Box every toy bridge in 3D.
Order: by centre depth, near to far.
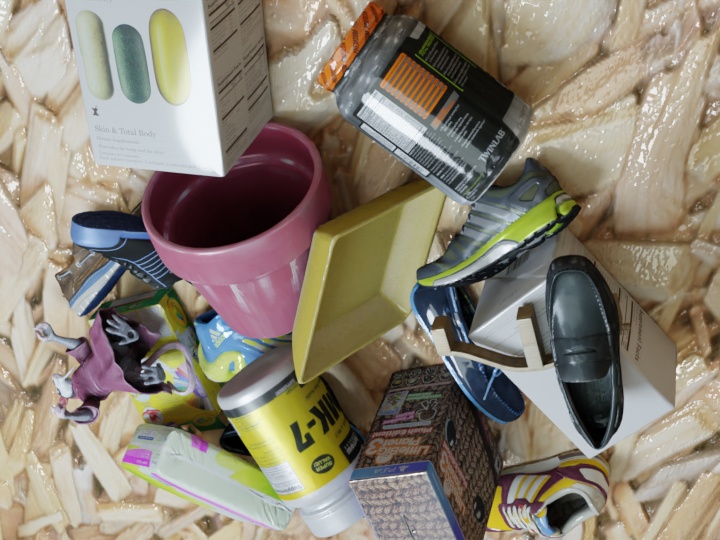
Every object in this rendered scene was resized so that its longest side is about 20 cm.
[{"bbox_3d":[0.174,0.069,1.204,0.197,0.027,0.068,-8,118,20],"label":"toy bridge"}]

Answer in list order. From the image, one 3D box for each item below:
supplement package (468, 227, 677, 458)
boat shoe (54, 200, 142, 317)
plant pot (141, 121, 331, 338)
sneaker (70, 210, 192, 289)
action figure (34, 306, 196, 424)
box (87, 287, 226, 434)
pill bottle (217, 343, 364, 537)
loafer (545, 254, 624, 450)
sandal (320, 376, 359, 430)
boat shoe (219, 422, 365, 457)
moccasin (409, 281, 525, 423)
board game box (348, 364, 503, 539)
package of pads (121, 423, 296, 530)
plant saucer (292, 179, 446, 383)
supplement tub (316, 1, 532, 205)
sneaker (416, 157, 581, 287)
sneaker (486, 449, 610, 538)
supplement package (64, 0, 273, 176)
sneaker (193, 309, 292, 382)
[{"bbox_3d":[0.232,0.076,1.281,0.200,0.120,0.121,45,122,-12],"label":"supplement package"},{"bbox_3d":[-0.310,-0.026,1.431,0.072,0.072,0.200,45,119,0],"label":"boat shoe"},{"bbox_3d":[-0.118,-0.031,1.300,0.197,0.201,0.180,1,137,18],"label":"plant pot"},{"bbox_3d":[-0.244,-0.019,1.339,0.070,0.199,0.079,29,107,40],"label":"sneaker"},{"bbox_3d":[-0.317,0.119,1.477,0.148,0.136,0.199,6,154,-37],"label":"action figure"},{"bbox_3d":[-0.251,0.125,1.524,0.116,0.048,0.202,-12,115,25],"label":"box"},{"bbox_3d":[-0.067,0.196,1.361,0.113,0.114,0.201,-25,104,30],"label":"pill bottle"},{"bbox_3d":[0.218,0.080,1.140,0.067,0.071,0.203,-7,119,17],"label":"loafer"},{"bbox_3d":[-0.022,0.218,1.509,0.075,0.048,0.202,-16,103,34],"label":"sandal"},{"bbox_3d":[-0.086,0.225,1.477,0.198,0.069,0.085,-2,110,32],"label":"boat shoe"},{"bbox_3d":[0.133,0.089,1.349,0.068,0.081,0.201,-30,110,27],"label":"moccasin"},{"bbox_3d":[0.082,0.234,1.385,0.096,0.201,0.161,-11,118,25],"label":"board game box"},{"bbox_3d":[-0.193,0.264,1.515,0.199,0.069,0.154,31,162,-24],"label":"package of pads"},{"bbox_3d":[0.000,0.000,1.284,0.048,0.199,0.202,34,130,26],"label":"plant saucer"},{"bbox_3d":[0.062,-0.168,1.180,0.199,0.123,0.123,36,126,-6],"label":"supplement tub"},{"bbox_3d":[0.137,-0.045,1.267,0.199,0.074,0.082,-33,73,25],"label":"sneaker"},{"bbox_3d":[0.209,0.286,1.442,0.199,0.090,0.075,-31,109,32],"label":"sneaker"},{"bbox_3d":[-0.190,-0.224,1.211,0.150,0.151,0.202,7,123,15],"label":"supplement package"},{"bbox_3d":[-0.121,0.079,1.431,0.198,0.076,0.106,-9,118,25],"label":"sneaker"}]
